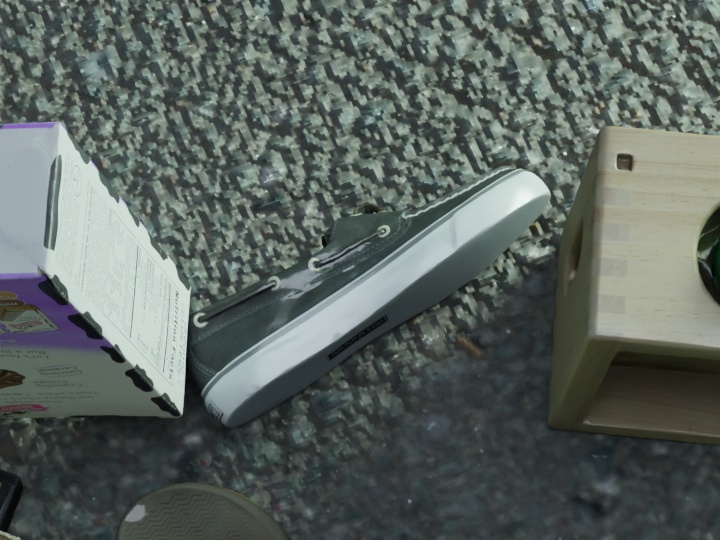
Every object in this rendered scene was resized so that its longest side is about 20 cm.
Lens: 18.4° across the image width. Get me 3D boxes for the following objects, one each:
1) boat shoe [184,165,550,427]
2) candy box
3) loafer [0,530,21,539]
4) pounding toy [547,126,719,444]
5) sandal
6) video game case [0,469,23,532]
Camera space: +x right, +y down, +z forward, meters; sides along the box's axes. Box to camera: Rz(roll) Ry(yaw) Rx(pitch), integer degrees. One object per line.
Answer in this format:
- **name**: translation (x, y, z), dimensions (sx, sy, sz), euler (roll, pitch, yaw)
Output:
- **boat shoe**: translation (0.000, 0.000, 1.086), dimensions (0.200, 0.069, 0.057), euler (-33, 75, -10)
- **candy box**: translation (-0.183, 0.007, 0.990), dimensions (0.168, 0.200, 0.072), euler (-2, 70, 12)
- **loafer**: translation (-0.217, 0.139, 1.004), dimensions (0.200, 0.067, 0.076), euler (14, 71, 3)
- **pounding toy**: translation (0.192, -0.011, 1.025), dimensions (0.184, 0.200, 0.142), euler (5, 71, 0)
- **sandal**: translation (-0.057, 0.165, 1.002), dimensions (0.082, 0.055, 0.200), euler (-28, 48, 0)
- **video game case**: translation (-0.278, 0.162, 1.043), dimensions (0.181, 0.026, 0.200), euler (18, 71, 4)
